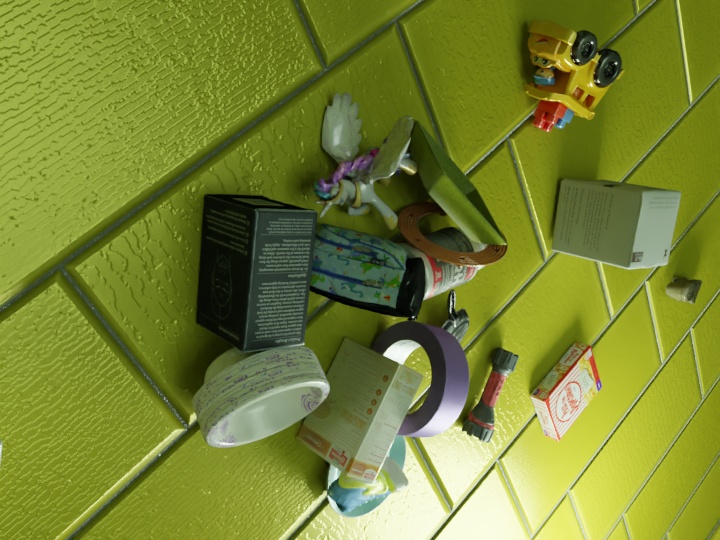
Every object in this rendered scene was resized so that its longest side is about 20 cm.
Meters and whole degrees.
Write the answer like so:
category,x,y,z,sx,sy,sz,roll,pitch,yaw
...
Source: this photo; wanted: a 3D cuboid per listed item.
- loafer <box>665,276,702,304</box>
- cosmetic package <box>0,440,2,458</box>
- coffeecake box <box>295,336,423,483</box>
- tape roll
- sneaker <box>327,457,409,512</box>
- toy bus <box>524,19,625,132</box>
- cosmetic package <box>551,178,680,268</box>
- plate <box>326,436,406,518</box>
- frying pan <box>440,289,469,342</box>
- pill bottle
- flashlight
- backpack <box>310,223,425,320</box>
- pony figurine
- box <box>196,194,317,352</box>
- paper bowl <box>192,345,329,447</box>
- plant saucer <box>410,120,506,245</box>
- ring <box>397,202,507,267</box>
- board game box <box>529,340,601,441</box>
category,x,y,z,sx,sy,sz,roll,pitch,yaw
loafer,0.917,0.051,2.003,0.200,0.067,0.076,9,100,-57
cosmetic package,-0.523,0.241,0.773,0.199,0.165,0.166,4,101,-39
coffeecake box,-0.004,0.237,1.218,0.073,0.153,0.201,32,82,-41
tape roll,0.095,0.193,1.257,0.065,0.200,0.201,15,93,-41
sneaker,0.007,0.396,1.310,0.105,0.076,0.200,-42,143,13
toy bus,0.396,-0.377,1.408,0.200,0.136,0.193,17,107,-40
cosmetic package,0.558,-0.107,1.551,0.164,0.200,0.166,-6,106,-39
plate,0.008,0.375,1.354,0.200,0.026,0.201,-13,112,-37
frying pan,0.188,0.097,1.377,0.115,0.031,0.191,-28,145,-44
pill bottle,0.147,-0.018,1.296,0.200,0.110,0.111,-20,115,-39
flashlight,0.285,0.268,1.529,0.068,0.068,0.201,25,87,-46
backpack,0.000,0.000,1.136,0.163,0.199,0.155,-39,129,-76
pony figurine,0.013,-0.164,1.136,0.200,0.166,0.194,9,105,-57
box,-0.154,-0.001,1.025,0.107,0.148,0.201,-2,104,-39
paper bowl,-0.155,0.176,1.069,0.200,0.105,0.201,-21,154,-11
plant saucer,0.159,-0.143,1.237,0.048,0.200,0.200,-37,124,17
ring,0.161,-0.062,1.249,0.200,0.200,0.019,-16,135,-36
board game box,0.509,0.296,1.739,0.200,0.046,0.152,-43,126,-23
